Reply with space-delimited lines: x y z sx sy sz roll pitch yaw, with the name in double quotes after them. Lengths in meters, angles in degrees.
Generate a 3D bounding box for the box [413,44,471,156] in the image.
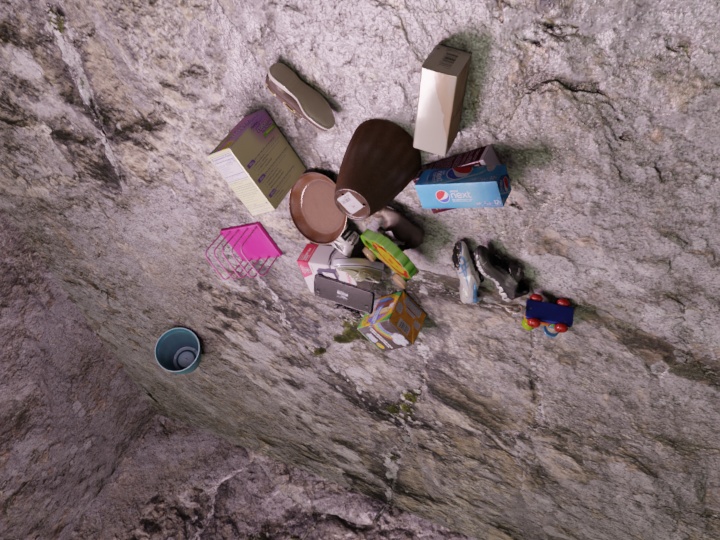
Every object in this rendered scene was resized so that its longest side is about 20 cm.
0.167 -0.349 1.294 0.077 0.095 0.201 20 145 15 "box"

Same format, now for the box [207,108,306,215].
-0.267 -0.280 1.629 0.096 0.177 0.201 -7 131 40 "box"

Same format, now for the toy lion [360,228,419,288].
0.073 -0.044 1.648 0.200 0.069 0.192 41 173 26 "toy lion"

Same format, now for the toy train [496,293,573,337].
0.447 0.121 1.640 0.197 0.086 0.116 10 155 6 "toy train"

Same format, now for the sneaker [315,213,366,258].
-0.053 -0.104 1.769 0.198 0.074 0.089 28 147 5 "sneaker"

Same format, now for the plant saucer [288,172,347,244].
-0.111 -0.172 1.713 0.199 0.037 0.203 13 114 30 "plant saucer"

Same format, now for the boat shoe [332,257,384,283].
0.000 0.000 1.772 0.071 0.063 0.199 -1 174 43 "boat shoe"

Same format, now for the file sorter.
-0.388 -0.054 2.037 0.198 0.126 0.140 -5 131 41 "file sorter"

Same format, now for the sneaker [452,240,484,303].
0.288 0.002 1.659 0.072 0.072 0.202 -15 125 3 "sneaker"

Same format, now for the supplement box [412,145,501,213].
0.232 -0.207 1.442 0.199 0.061 0.109 -9 127 42 "supplement box"

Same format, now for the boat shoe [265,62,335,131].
-0.145 -0.404 1.484 0.200 0.072 0.059 42 150 -7 "boat shoe"

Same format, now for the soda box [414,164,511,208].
0.224 -0.183 1.370 0.198 0.064 0.068 2 133 35 "soda box"

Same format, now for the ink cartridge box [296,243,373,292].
-0.075 0.005 1.907 0.198 0.085 0.146 9 140 28 "ink cartridge box"

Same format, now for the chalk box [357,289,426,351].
0.084 0.164 1.949 0.125 0.125 0.199 45 144 -20 "chalk box"

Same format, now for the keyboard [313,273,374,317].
-0.049 0.074 1.882 0.198 0.040 0.105 18 121 17 "keyboard"

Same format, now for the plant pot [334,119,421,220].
0.021 -0.219 1.466 0.185 0.201 0.188 20 144 16 "plant pot"

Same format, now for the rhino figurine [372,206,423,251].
0.087 -0.125 1.650 0.199 0.060 0.087 39 151 -14 "rhino figurine"

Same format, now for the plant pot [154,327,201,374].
-0.814 0.385 2.845 0.198 0.201 0.188 25 160 9 "plant pot"

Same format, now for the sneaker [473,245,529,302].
0.369 0.001 1.591 0.090 0.067 0.200 -15 128 42 "sneaker"
